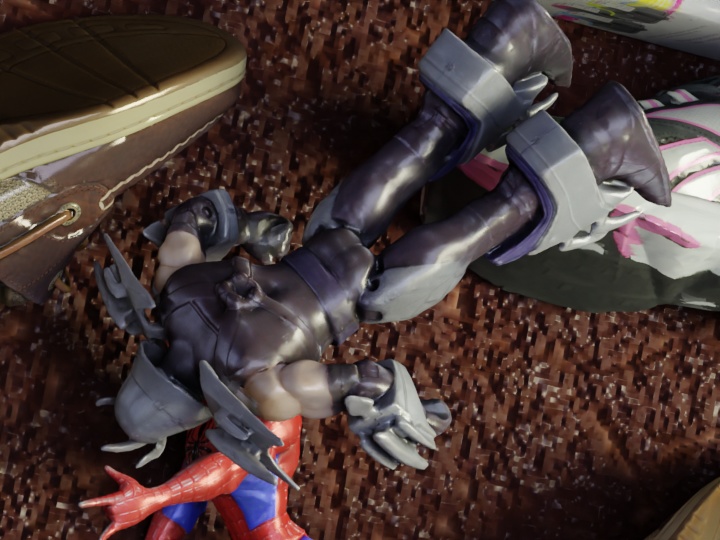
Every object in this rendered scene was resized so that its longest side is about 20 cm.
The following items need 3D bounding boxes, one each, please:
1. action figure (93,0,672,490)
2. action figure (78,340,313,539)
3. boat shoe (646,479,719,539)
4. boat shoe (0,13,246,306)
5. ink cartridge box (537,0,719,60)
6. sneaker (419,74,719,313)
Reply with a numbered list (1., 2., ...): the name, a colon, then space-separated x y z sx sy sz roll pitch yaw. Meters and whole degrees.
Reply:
1. action figure: 0.000 0.000 0.928 0.200 0.069 0.130 -36 62 -9
2. action figure: -0.043 0.116 0.966 0.099 0.065 0.200 -24 98 -30
3. boat shoe: 0.107 0.125 1.019 0.200 0.072 0.072 -32 93 -43
4. boat shoe: -0.122 -0.022 0.946 0.200 0.072 0.072 -29 130 -30
5. ink cartridge box: 0.087 -0.148 1.023 0.200 0.068 0.115 13 84 -22
6. sneaker: 0.113 -0.032 1.039 0.200 0.080 0.086 16 61 -20
